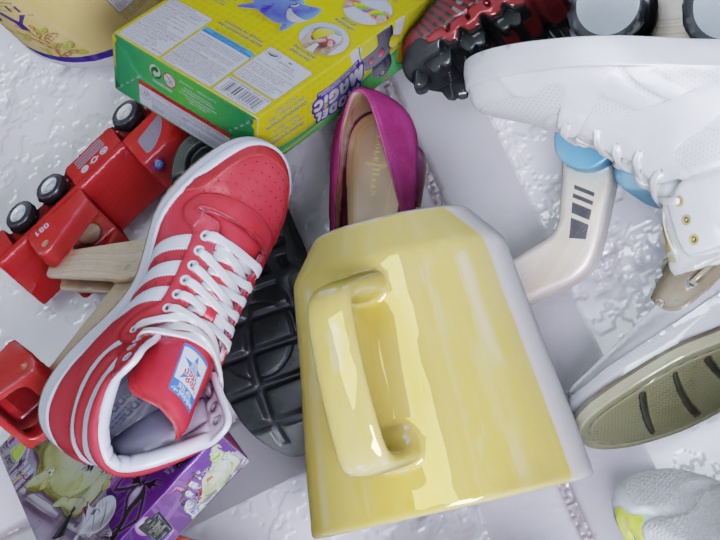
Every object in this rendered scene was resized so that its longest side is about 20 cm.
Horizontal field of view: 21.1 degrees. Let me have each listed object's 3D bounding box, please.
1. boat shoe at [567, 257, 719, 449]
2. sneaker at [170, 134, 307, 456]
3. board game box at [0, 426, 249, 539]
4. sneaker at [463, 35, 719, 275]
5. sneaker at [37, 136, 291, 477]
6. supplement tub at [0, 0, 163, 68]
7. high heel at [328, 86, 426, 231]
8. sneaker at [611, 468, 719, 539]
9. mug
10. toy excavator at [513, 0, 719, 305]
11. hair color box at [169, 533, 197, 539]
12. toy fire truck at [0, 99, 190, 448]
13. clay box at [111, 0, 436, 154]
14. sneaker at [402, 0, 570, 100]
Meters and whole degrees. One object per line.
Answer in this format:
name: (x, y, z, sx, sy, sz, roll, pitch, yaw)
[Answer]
boat shoe: (0.191, 0.021, 1.032, 0.200, 0.075, 0.068, -32, 55, 2)
sneaker: (-0.050, 0.013, 1.115, 0.075, 0.079, 0.200, -18, 71, 8)
board game box: (-0.138, 0.103, 1.080, 0.120, 0.032, 0.200, -43, 27, -3)
sneaker: (0.145, -0.057, 0.984, 0.199, 0.074, 0.116, 3, 86, 19)
sneaker: (-0.086, 0.022, 1.012, 0.200, 0.071, 0.112, -57, 24, -6)
supplement tub: (-0.195, -0.224, 1.180, 0.145, 0.200, 0.146, -7, 69, 18)
high heel: (0.000, 0.000, 1.089, 0.067, 0.096, 0.201, -5, 70, 18)
sneaker: (0.187, 0.183, 0.970, 0.076, 0.105, 0.200, -8, 27, -25)
mug: (0.036, 0.047, 0.993, 0.149, 0.187, 0.154, -11, 83, -12)
toy excavator: (0.139, -0.059, 1.069, 0.194, 0.100, 0.201, 4, 82, 22)
hair color box: (-0.090, 0.250, 1.020, 0.064, 0.111, 0.200, 7, 72, 47)
toy fire truck: (-0.157, -0.006, 1.145, 0.200, 0.049, 0.141, -43, 39, 1)
clay box: (-0.036, -0.145, 1.143, 0.115, 0.048, 0.200, 32, 50, 26)
sneaker: (0.099, -0.182, 1.132, 0.200, 0.071, 0.098, -37, 64, 2)
